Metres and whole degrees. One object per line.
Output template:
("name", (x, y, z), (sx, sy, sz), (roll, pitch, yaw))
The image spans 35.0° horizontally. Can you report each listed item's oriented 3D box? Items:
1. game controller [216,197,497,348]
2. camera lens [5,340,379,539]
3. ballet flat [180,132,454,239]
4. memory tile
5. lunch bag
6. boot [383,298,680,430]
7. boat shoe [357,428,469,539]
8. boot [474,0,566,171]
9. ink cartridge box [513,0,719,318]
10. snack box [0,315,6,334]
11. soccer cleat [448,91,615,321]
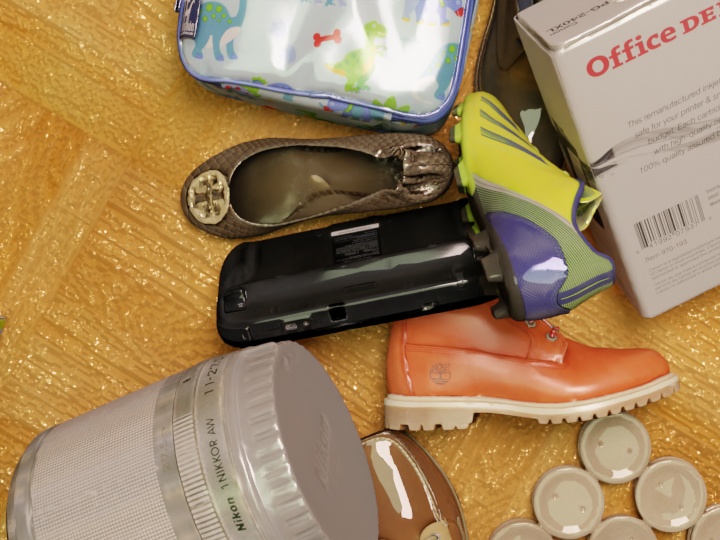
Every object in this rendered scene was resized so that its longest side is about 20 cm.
("game controller", (0.000, 0.000, 0.761), (0.197, 0.105, 0.043), (-10, 117, 3))
("camera lens", (-0.107, 0.148, 0.719), (0.198, 0.160, 0.162), (-23, 88, 14))
("ballet flat", (-0.034, -0.059, 0.773), (0.197, 0.046, 0.068), (-4, 93, 15))
("memory tile", (0.199, 0.208, 0.785), (0.199, 0.017, 0.154), (39, 92, 2))
("lunch bag", (-0.020, -0.185, 0.770), (0.197, 0.082, 0.163), (13, 88, 2))
("boot", (0.113, 0.050, 0.766), (0.197, 0.075, 0.109), (-2, 85, 5))
("boat shoe", (0.045, 0.205, 0.765), (0.075, 0.074, 0.202), (-22, 89, 3))
("boot", (0.114, -0.147, 0.751), (0.074, 0.097, 0.203), (1, 90, 3))
("ink cartridge box", (0.199, -0.094, 0.709), (0.144, 0.084, 0.201), (-25, 120, 3))
("snack box", (-0.364, 0.098, 0.795), (0.167, 0.068, 0.202), (21, 92, 4))
("soccer cleat", (0.102, -0.045, 0.698), (0.083, 0.201, 0.065), (-13, 130, 4))
